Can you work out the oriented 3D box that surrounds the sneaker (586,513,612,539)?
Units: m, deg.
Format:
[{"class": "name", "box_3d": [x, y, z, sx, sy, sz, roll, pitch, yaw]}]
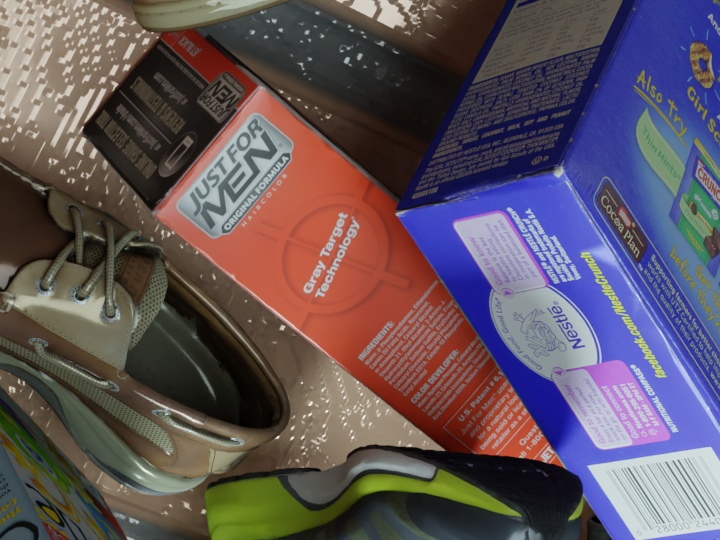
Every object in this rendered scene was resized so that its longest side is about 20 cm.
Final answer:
[{"class": "sneaker", "box_3d": [0.090, 0.162, 1.126, 0.200, 0.076, 0.115, -25, 95, -9]}]

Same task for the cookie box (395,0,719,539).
[{"class": "cookie box", "box_3d": [0.113, -0.030, 0.995, 0.171, 0.075, 0.200, 56, 42, -27]}]

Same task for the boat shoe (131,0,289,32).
[{"class": "boat shoe", "box_3d": [-0.002, -0.152, 0.977, 0.200, 0.071, 0.065, -33, 111, -14]}]

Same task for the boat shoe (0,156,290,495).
[{"class": "boat shoe", "box_3d": [-0.100, 0.005, 0.983, 0.200, 0.072, 0.076, 40, 49, -35]}]

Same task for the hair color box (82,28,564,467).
[{"class": "hair color box", "box_3d": [0.000, 0.000, 1.014, 0.200, 0.102, 0.061, 39, 93, -28]}]

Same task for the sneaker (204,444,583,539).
[{"class": "sneaker", "box_3d": [0.012, 0.108, 0.978, 0.074, 0.200, 0.081, 7, 76, -29]}]

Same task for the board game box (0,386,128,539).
[{"class": "board game box", "box_3d": [-0.132, 0.121, 0.956, 0.105, 0.200, 0.103, -41, 118, -1]}]
